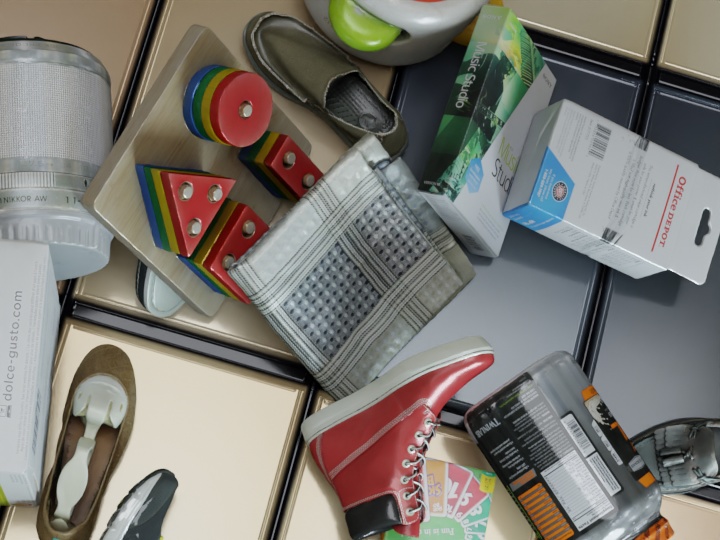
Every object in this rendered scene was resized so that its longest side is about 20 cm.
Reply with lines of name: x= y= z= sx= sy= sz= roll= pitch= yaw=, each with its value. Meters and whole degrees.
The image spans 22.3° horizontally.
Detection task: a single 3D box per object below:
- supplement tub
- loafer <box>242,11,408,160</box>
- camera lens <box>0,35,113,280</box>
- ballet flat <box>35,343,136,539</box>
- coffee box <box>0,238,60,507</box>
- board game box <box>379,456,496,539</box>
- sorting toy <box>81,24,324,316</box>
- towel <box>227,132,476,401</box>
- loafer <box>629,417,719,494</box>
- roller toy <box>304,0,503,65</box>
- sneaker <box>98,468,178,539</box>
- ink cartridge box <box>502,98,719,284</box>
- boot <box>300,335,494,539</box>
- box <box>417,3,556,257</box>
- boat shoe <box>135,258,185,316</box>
supplement tub: x=0.195 y=0.185 z=1.691 sx=0.122 sy=0.123 sz=0.201 roll=-32 pitch=82 yaw=-14
loafer: x=-0.029 y=-0.187 z=1.784 sx=0.200 sy=0.070 sz=0.075 roll=39 pitch=74 yaw=3
camera lens: x=-0.306 y=-0.103 z=1.680 sx=0.159 sy=0.160 sz=0.201 roll=-2 pitch=76 yaw=-8
ballet flat: x=-0.249 y=0.158 z=1.666 sx=0.067 sy=0.072 sz=0.201 roll=18 pitch=74 yaw=-3
coffee box: x=-0.374 y=0.089 z=1.602 sx=0.196 sy=0.200 sz=0.201 roll=5 pitch=75 yaw=-5
board game box: x=0.062 y=0.276 z=1.702 sx=0.095 sy=0.030 sz=0.201 roll=13 pitch=77 yaw=-4
sorting toy: x=-0.128 y=-0.085 z=1.681 sx=0.069 sy=0.199 sz=0.201 roll=16 pitch=69 yaw=40
towel: x=0.000 y=0.000 z=1.715 sx=0.200 sy=0.034 sz=0.193 roll=-46 pitch=115 yaw=-16
loafer: x=0.343 y=0.169 z=1.745 sx=0.199 sy=0.063 sz=0.072 roll=-7 pitch=76 yaw=-9
roller toy: x=0.039 y=-0.300 z=1.787 sx=0.199 sy=0.140 sz=0.183 roll=-13 pitch=79 yaw=-21
sneaker: x=-0.205 y=0.277 z=1.650 sx=0.084 sy=0.074 sz=0.201 roll=27 pitch=83 yaw=-6
ink cartridge box: x=0.251 y=-0.069 z=1.779 sx=0.199 sy=0.068 sz=0.117 roll=25 pitch=74 yaw=-15
boot: x=0.057 y=0.159 z=1.671 sx=0.199 sy=0.072 sz=0.145 roll=-33 pitch=69 yaw=15
box: x=0.124 y=-0.132 z=1.756 sx=0.036 sy=0.144 sz=0.201 roll=9 pitch=72 yaw=29
boat shoe: x=-0.175 y=-0.056 z=1.739 sx=0.060 sy=0.076 sz=0.201 roll=15 pitch=81 yaw=36
